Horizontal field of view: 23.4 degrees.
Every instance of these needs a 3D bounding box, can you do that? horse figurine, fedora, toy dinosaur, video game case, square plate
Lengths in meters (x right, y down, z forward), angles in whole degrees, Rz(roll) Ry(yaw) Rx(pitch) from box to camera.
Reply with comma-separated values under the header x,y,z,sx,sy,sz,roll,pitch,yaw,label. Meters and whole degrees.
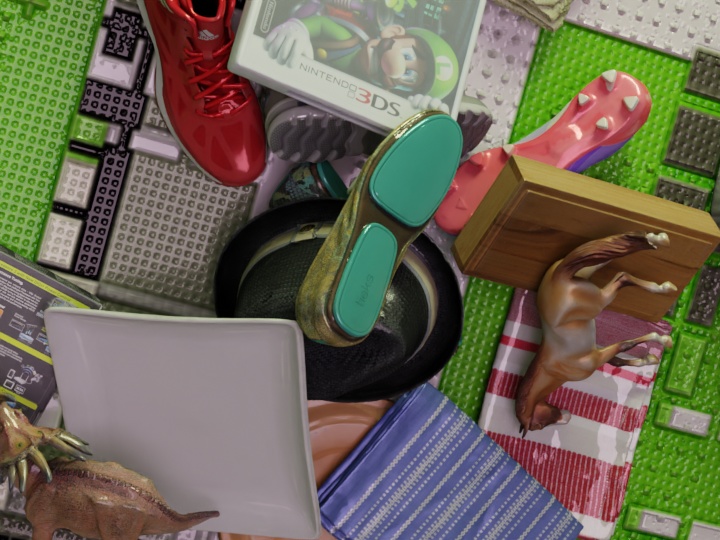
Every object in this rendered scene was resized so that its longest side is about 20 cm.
x,y,z,sx,sy,sz,roll,pitch,yaw,label
0.185,0.039,1.385,0.132,0.050,0.200,-11,133,-9,horse figurine
-0.025,0.042,1.322,0.200,0.092,0.201,6,119,11,fedora
-0.199,0.165,1.285,0.199,0.086,0.136,12,131,-7,toy dinosaur
0.009,-0.209,1.299,0.181,0.023,0.201,21,74,-23,video game case
-0.130,0.113,1.321,0.199,0.028,0.199,3,121,13,square plate

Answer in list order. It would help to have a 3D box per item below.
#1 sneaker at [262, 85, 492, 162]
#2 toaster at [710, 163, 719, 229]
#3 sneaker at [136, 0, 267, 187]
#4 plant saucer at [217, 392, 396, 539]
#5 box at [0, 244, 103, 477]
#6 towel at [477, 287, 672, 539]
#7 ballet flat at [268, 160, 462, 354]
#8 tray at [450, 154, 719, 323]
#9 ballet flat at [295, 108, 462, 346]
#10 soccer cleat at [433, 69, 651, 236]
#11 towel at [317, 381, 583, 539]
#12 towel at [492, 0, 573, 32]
x,y,z,sx,sy,sz,roll,pitch,yaw,label
0.014,-0.132,1.359,0.199,0.082,0.075,3,140,-30,sneaker
0.375,-0.098,1.423,0.113,0.129,0.201,17,93,-16,toaster
-0.118,-0.153,1.301,0.078,0.116,0.201,-26,101,-8,sneaker
-0.017,0.198,1.419,0.199,0.032,0.201,-2,99,-14,plant saucer
-0.321,0.046,1.317,0.200,0.044,0.161,29,89,-16,box
0.170,0.119,1.452,0.144,0.023,0.201,15,90,-15,towel
0.000,0.000,1.386,0.074,0.074,0.200,-39,103,-6,ballet flat
0.182,-0.022,1.390,0.199,0.037,0.099,14,125,-28,tray
0.008,-0.033,1.260,0.071,0.071,0.200,33,66,-16,ballet flat
0.150,-0.087,1.408,0.200,0.076,0.067,-37,67,7,soccer cleat
0.070,0.201,1.417,0.200,0.024,0.145,43,83,-17,towel
0.145,-0.308,1.387,0.148,0.036,0.200,31,91,-15,towel
